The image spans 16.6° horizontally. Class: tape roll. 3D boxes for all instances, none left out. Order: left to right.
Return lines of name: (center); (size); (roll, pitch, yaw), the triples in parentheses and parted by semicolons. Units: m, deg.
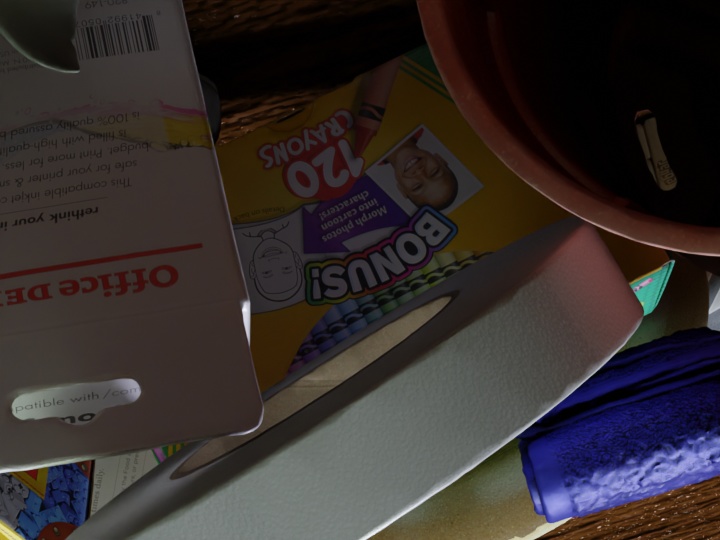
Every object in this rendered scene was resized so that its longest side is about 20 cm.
tape roll: (-0.005, 0.050, 0.767); (0.202, 0.037, 0.203); (-32, -177, 2)

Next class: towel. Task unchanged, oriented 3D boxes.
towel: (0.146, 0.027, 0.803); (0.199, 0.050, 0.148); (-17, 180, 6)

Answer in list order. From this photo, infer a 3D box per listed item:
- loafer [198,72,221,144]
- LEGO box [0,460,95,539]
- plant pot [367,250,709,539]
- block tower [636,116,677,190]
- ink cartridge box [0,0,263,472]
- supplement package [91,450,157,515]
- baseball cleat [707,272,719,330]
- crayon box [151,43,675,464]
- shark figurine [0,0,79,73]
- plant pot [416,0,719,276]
loafer: (-0.146, -0.035, 0.891); (0.198, 0.070, 0.070); (-8, 157, -11)
LEGO box: (-0.216, 0.085, 0.863); (0.199, 0.077, 0.149); (-32, 123, 24)
plant pot: (0.042, 0.028, 0.993); (0.199, 0.201, 0.028); (-21, 133, 19)
block tower: (0.091, -0.015, 1.076); (0.199, 0.054, 0.058); (-22, 156, 21)
ink cartridge box: (-0.102, -0.011, 0.795); (0.116, 0.201, 0.068); (-9, 146, -8)
supplement package: (-0.158, 0.090, 1.006); (0.198, 0.122, 0.120); (8, 170, 15)
baseball cleat: (0.161, 0.032, 1.149); (0.198, 0.107, 0.070); (-11, 152, -8)
crayon box: (0.000, 0.000, 0.916); (0.199, 0.119, 0.058); (-27, 164, -9)
shark figurine: (-0.075, -0.107, 0.749); (0.213, 0.090, 0.128); (-8, 158, -5)
plant pot: (0.136, -0.083, 0.795); (0.199, 0.202, 0.195); (-17, 164, 12)
